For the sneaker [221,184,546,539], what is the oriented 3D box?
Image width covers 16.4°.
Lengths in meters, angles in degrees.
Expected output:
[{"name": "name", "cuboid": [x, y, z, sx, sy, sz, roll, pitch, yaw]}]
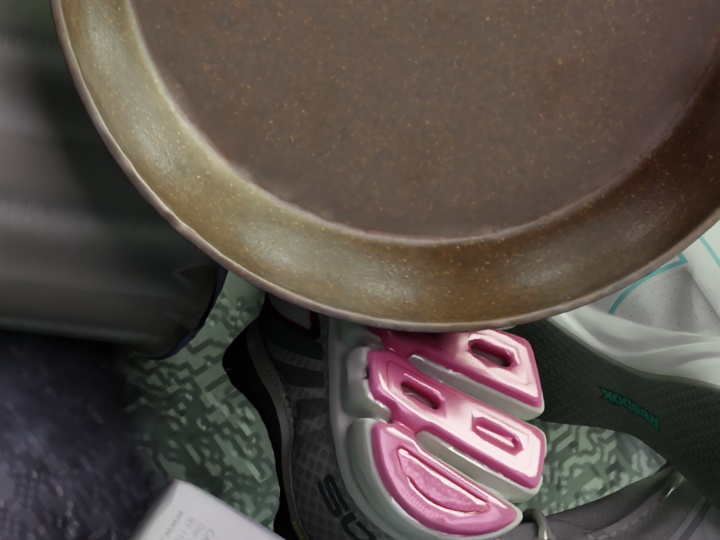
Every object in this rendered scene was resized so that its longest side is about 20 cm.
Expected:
[{"name": "sneaker", "cuboid": [0.000, 0.000, 0.704, 0.074, 0.087, 0.200, 15, 52, -27]}]

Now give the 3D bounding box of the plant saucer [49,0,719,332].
[{"name": "plant saucer", "cuboid": [0.021, -0.086, 0.624, 0.199, 0.034, 0.201, -1, 98, -5]}]

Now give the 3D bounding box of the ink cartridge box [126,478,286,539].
[{"name": "ink cartridge box", "cuboid": [-0.009, 0.173, 0.634, 0.200, 0.057, 0.163, 32, 73, 2]}]

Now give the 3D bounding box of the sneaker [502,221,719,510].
[{"name": "sneaker", "cuboid": [0.088, 0.010, 0.751, 0.200, 0.071, 0.080, 29, 59, 33]}]

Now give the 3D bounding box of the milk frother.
[{"name": "milk frother", "cuboid": [-0.119, -0.089, 0.653, 0.188, 0.200, 0.181, 7, 62, -25]}]

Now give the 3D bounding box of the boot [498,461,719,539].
[{"name": "boot", "cuboid": [0.038, 0.089, 0.733, 0.096, 0.074, 0.200, 47, 53, 4]}]
